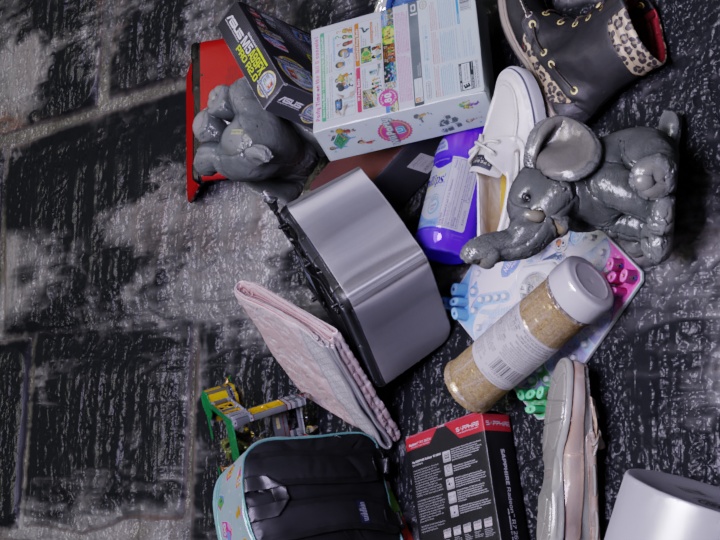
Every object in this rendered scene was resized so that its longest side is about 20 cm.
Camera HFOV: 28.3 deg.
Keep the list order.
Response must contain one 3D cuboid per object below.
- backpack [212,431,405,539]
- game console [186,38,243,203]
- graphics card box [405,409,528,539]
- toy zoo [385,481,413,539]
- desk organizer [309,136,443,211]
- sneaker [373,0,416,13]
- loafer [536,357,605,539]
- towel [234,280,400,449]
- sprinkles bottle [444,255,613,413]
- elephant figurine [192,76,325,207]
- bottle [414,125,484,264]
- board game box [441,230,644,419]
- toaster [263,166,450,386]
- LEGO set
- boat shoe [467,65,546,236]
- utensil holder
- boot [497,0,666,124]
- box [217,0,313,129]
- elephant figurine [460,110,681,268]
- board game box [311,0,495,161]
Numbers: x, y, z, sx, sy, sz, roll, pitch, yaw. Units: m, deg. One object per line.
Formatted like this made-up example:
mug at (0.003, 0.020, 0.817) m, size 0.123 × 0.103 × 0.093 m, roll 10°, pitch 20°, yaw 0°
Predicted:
backpack at (-0.071, 0.278, 1.619) m, size 0.153 × 0.199 × 0.177 m, roll -34°, pitch 60°, yaw 43°
game console at (-0.185, -0.210, 2.003) m, size 0.171 × 0.119 × 0.202 m, roll -6°, pitch 78°, yaw 15°
graphics card box at (0.118, 0.265, 1.555) m, size 0.125 × 0.051 × 0.202 m, roll -26°, pitch 63°, yaw 42°
toy zoo at (0.025, 0.366, 1.663) m, size 0.131 × 0.020 × 0.201 m, roll -48°, pitch 51°, yaw 31°
desk organizer at (0.028, -0.128, 1.712) m, size 0.200 × 0.071 × 0.077 m, roll -46°, pitch 50°, yaw 33°
sneaker at (0.056, -0.288, 1.715) m, size 0.089 × 0.079 × 0.201 m, roll 24°, pitch 87°, yaw 7°
loafer at (0.220, 0.192, 1.459) m, size 0.072 × 0.062 × 0.202 m, roll 148°, pitch 129°, yaw -79°
towel at (-0.052, 0.111, 1.683) m, size 0.032 × 0.201 × 0.190 m, roll -43°, pitch 40°, yaw -17°
sprinkles bottle at (0.171, 0.068, 1.480) m, size 0.200 × 0.068 × 0.069 m, roll -45°, pitch 53°, yaw 34°
elephant figurine at (-0.095, -0.149, 1.749) m, size 0.141 × 0.199 × 0.156 m, roll -24°, pitch 58°, yaw 38°
bottle at (0.114, -0.110, 1.604) m, size 0.083 × 0.065 × 0.202 m, roll 161°, pitch 124°, yaw -74°
board game box at (0.188, 0.022, 1.540) m, size 0.201 × 0.026 × 0.200 m, roll -58°, pitch 46°, yaw 23°
toaster at (0.000, 0.000, 1.629) m, size 0.118 × 0.201 × 0.181 m, roll -31°, pitch 50°, yaw -7°
LEGO set at (-0.114, 0.225, 1.787) m, size 0.154 × 0.115 × 0.202 m, roll -177°, pitch 74°, yaw -68°
boat shoe at (0.149, -0.115, 1.513) m, size 0.071 × 0.069 × 0.202 m, roll 12°, pitch 102°, yaw 58°
utensil holder at (0.286, 0.298, 1.277) m, size 0.169 × 0.169 × 0.202 m, roll 20°, pitch 96°, yaw 48°
boot at (0.231, -0.258, 1.506) m, size 0.150 × 0.073 × 0.202 m, roll -33°, pitch 64°, yaw 41°
box at (-0.064, -0.233, 1.733) m, size 0.044 × 0.199 × 0.161 m, roll -48°, pitch 50°, yaw 23°
elephant figurine at (0.208, -0.080, 1.400) m, size 0.198 × 0.155 × 0.143 m, roll 4°, pitch 104°, yaw 13°
board game box at (0.046, -0.219, 1.602) m, size 0.198 × 0.064 × 0.149 m, roll -11°, pitch 59°, yaw 16°
